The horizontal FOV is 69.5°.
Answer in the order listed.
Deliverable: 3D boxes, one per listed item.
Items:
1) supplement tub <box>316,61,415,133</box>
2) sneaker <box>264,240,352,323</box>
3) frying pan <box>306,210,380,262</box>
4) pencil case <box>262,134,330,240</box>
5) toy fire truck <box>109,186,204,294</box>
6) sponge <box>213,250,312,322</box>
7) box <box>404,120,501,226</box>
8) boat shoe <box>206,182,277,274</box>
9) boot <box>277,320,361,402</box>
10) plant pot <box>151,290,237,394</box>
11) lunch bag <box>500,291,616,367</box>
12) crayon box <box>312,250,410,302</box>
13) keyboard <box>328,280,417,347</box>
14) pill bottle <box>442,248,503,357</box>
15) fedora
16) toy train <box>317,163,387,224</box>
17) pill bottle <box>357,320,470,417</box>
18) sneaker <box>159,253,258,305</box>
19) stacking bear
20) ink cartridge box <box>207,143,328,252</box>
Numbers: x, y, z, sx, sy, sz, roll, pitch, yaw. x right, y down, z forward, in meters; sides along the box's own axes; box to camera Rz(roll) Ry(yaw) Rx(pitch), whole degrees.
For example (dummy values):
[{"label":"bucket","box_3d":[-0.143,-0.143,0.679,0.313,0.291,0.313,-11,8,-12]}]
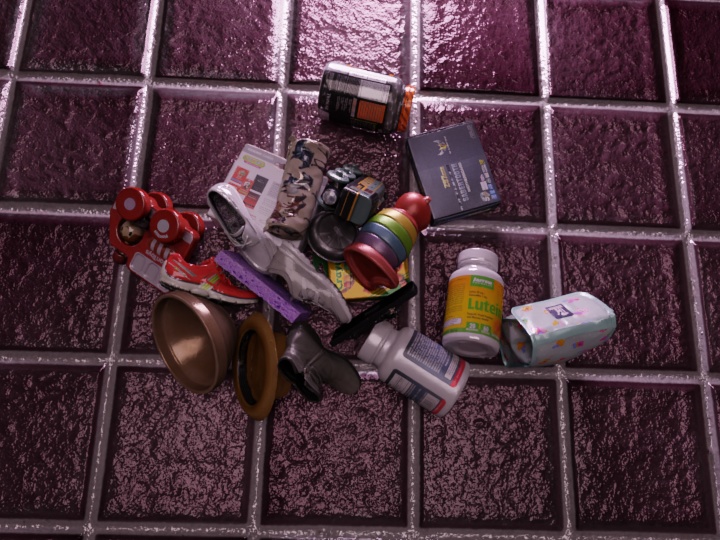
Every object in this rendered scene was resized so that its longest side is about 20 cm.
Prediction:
[{"label":"supplement tub","box_3d":[0.013,-0.371,1.130,0.198,0.123,0.124,14,77,0]},{"label":"sneaker","box_3d":[-0.098,0.036,1.006,0.200,0.075,0.082,44,89,0]},{"label":"frying pan","box_3d":[-0.016,-0.074,1.052,0.188,0.031,0.116,-4,69,-20]},{"label":"pencil case","box_3d":[-0.125,-0.156,1.011,0.089,0.078,0.202,19,76,-17]},{"label":"toy fire truck","box_3d":[-0.430,-0.067,1.058,0.199,0.112,0.169,31,96,6]},{"label":"sponge","box_3d":[-0.189,0.032,1.034,0.200,0.112,0.030,39,92,6]},{"label":"box","box_3d":[0.200,-0.213,1.138,0.156,0.051,0.202,-15,79,-5]},{"label":"boat shoe","box_3d":[-0.226,-0.075,0.994,0.072,0.069,0.201,-23,102,14]},{"label":"boot","box_3d":[-0.078,0.199,0.964,0.067,0.131,0.200,-33,114,22]},{"label":"plant pot","box_3d":[-0.305,0.126,0.997,0.201,0.201,0.092,52,40,9]},{"label":"lunch bag","box_3d":[0.367,0.117,0.994,0.169,0.200,0.123,-12,78,-4]},{"label":"crayon box","box_3d":[0.000,0.000,1.082,0.198,0.051,0.128,-5,78,-3]},{"label":"keyboard","box_3d":[0.024,0.091,0.997,0.199,0.127,0.021,-34,98,14]},{"label":"pill bottle","box_3d":[0.228,0.062,1.039,0.110,0.111,0.202,11,65,0]},{"label":"fedora","box_3d":[-0.179,0.182,0.998,0.081,0.200,0.203,5,74,-37]},{"label":"toy train","box_3d":[-0.011,-0.156,1.055,0.113,0.200,0.086,27,114,6]},{"label":"pill bottle","box_3d":[0.100,0.181,1.009,0.199,0.120,0.120,32,78,5]},{"label":"sneaker","box_3d":[-0.288,0.018,1.023,0.199,0.077,0.086,20,75,-28]},{"label":"stacking bear","box_3d":[0.067,-0.072,1.022,0.114,0.121,0.200,49,65,-18]},{"label":"ink cartridge box","box_3d":[-0.186,-0.141,1.088,0.199,0.084,0.177,24,77,3]}]
